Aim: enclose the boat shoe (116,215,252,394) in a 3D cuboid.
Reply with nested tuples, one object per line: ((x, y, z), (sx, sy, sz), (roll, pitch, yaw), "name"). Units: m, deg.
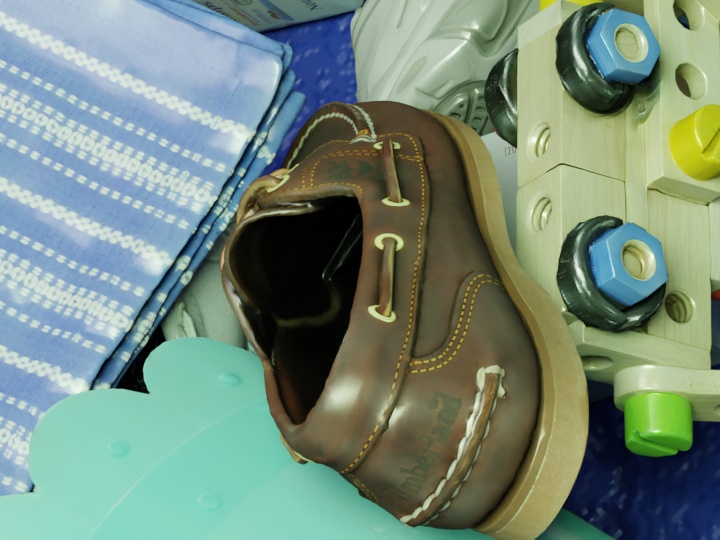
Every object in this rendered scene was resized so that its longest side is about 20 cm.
((-0.068, 0.078, 0.863), (0.070, 0.072, 0.201), (12, 113, 20), "boat shoe")

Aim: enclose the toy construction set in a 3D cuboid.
((0.102, -0.019, 0.792), (0.092, 0.131, 0.200), (-46, 40, 42), "toy construction set")

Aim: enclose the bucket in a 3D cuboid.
((-0.015, 0.129, 0.779), (0.135, 0.207, 0.207), (26, 86, 32), "bucket")

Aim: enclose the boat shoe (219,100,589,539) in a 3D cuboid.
((0.000, 0.000, 0.751), (0.200, 0.070, 0.070), (-121, 50, -66), "boat shoe")

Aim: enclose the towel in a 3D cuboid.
((-0.122, -0.009, 0.797), (0.145, 0.024, 0.200), (27, 67, 13), "towel")

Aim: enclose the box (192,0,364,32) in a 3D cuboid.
((-0.098, -0.175, 1.031), (0.200, 0.105, 0.184), (-8, 66, 32), "box")

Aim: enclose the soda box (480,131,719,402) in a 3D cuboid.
((0.010, 0.014, 0.897), (0.200, 0.064, 0.068), (-19, 62, 29), "soda box")

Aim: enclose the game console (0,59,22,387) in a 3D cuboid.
((-0.153, 0.050, 0.892), (0.118, 0.200, 0.171), (1, 65, -2), "game console")

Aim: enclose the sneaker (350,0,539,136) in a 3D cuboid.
((0.052, -0.113, 0.896), (0.200, 0.078, 0.099), (-49, 42, 27), "sneaker")
